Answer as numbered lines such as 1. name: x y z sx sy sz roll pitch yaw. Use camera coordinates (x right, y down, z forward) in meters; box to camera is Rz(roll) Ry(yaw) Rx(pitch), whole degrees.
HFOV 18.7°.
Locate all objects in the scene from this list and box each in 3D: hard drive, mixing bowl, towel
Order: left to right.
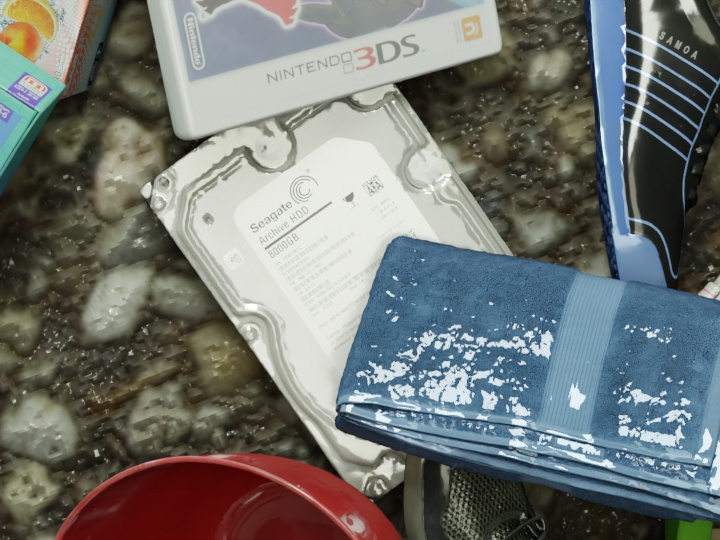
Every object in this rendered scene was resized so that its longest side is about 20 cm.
1. mixing bowl: -0.044 0.168 1.063 0.199 0.108 0.201 7 108 22
2. hard drive: 0.000 0.000 1.107 0.139 0.038 0.201 -35 93 0
3. towel: 0.092 0.048 1.031 0.199 0.049 0.112 12 62 14

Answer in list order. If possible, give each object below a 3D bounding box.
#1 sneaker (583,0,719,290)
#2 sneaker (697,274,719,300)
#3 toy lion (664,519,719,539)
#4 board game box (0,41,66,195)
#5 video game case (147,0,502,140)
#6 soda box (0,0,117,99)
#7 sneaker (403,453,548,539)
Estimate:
1. sneaker: 0.154 -0.078 1.086 0.077 0.070 0.201 -4 87 3
2. sneaker: 0.206 0.019 1.100 0.199 0.081 0.089 -22 79 2
3. toy lion: 0.247 0.098 1.065 0.199 0.069 0.193 -8 125 -1
4. board game box: -0.256 -0.048 1.056 0.152 0.045 0.200 34 114 -4
5. video game case: -0.025 -0.181 1.040 0.181 0.023 0.201 -18 105 -28
6. soda box: -0.139 -0.188 1.059 0.063 0.068 0.201 19 101 4
7. sneaker: 0.089 0.159 1.067 0.076 0.114 0.201 -24 105 -39
